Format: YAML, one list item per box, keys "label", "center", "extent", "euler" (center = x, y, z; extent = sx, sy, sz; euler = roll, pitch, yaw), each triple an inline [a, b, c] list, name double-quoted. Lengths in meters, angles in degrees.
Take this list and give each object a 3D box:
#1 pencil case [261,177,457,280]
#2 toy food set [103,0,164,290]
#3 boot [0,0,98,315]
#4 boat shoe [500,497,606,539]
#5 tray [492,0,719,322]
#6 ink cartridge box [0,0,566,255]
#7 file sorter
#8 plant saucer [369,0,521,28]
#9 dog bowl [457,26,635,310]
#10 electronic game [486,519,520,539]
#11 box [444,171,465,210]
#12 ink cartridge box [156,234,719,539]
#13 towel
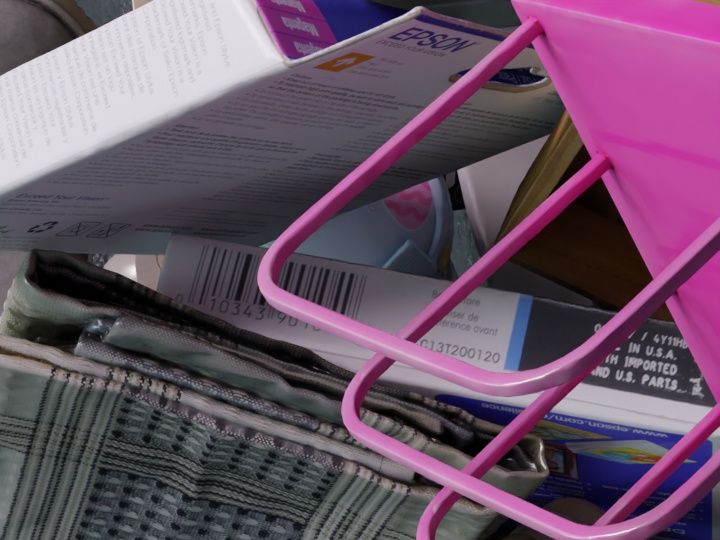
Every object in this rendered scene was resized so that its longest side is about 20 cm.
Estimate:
- label: "pencil case"
  center: [0.000, 0.000, 0.997]
  extent: [0.091, 0.083, 0.200]
  euler: [60, 177, 14]
- label: "toy food set"
  center: [-0.087, -0.049, 1.050]
  extent: [0.200, 0.060, 0.144]
  euler: [-104, 8, -71]
- label: "boot"
  center: [-0.144, 0.002, 1.004]
  extent: [0.182, 0.072, 0.201]
  euler: [73, -160, -48]
- label: "boat shoe"
  center: [0.126, 0.158, 0.834]
  extent: [0.200, 0.065, 0.072]
  euler: [43, 126, 12]
- label: "tray"
  center: [0.108, -0.029, 0.728]
  extent: [0.200, 0.098, 0.037]
  euler: [116, 179, -72]
- label: "ink cartridge box"
  center: [-0.021, -0.053, 0.768]
  extent: [0.196, 0.199, 0.044]
  euler: [2, -111, -60]
- label: "file sorter"
  center: [0.085, 0.048, 0.616]
  extent: [0.139, 0.125, 0.200]
  euler: [22, 148, 55]
- label: "plant saucer"
  center: [0.024, -0.108, 0.770]
  extent: [0.200, 0.199, 0.051]
  euler: [164, 105, -78]
- label: "dog bowl"
  center: [0.085, -0.044, 0.916]
  extent: [0.200, 0.058, 0.201]
  euler: [168, 90, -79]
- label: "electronic game"
  center: [0.053, 0.155, 0.971]
  extent: [0.200, 0.199, 0.042]
  euler: [95, -173, -55]
- label: "box"
  center: [-0.001, -0.122, 1.070]
  extent: [0.201, 0.122, 0.106]
  euler: [93, 164, -50]
- label: "ink cartridge box"
  center: [0.039, 0.054, 0.879]
  extent: [0.200, 0.197, 0.044]
  euler: [72, -151, -67]
- label: "towel"
  center: [-0.052, 0.078, 0.848]
  extent: [0.200, 0.192, 0.035]
  euler: [121, 169, -57]
